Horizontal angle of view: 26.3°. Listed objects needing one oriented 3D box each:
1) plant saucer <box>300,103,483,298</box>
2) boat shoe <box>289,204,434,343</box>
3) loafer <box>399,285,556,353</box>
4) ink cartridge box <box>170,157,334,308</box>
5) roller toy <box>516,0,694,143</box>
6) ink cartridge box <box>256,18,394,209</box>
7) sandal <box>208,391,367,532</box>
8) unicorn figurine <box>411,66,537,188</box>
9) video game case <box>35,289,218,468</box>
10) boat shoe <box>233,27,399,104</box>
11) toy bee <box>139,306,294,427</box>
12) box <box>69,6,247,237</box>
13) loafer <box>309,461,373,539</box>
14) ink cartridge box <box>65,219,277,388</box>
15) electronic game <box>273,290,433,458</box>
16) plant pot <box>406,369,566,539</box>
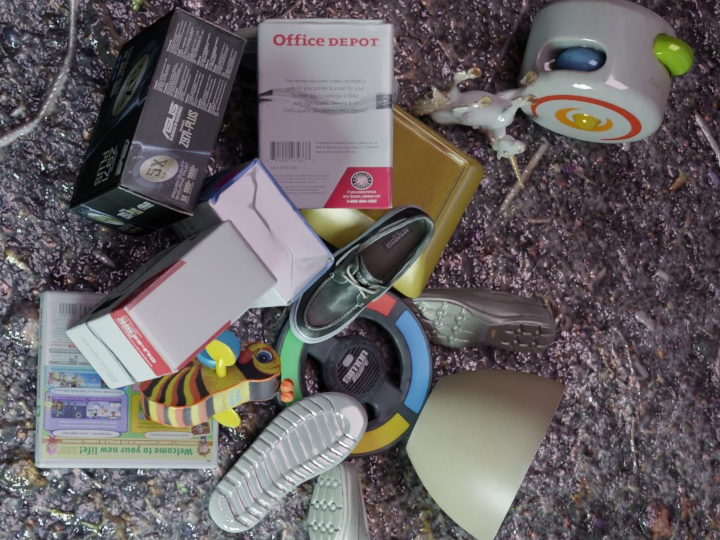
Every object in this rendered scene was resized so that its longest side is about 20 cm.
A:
[{"bbox_3d":[0.036,-0.103,1.773,0.200,0.048,0.200,34,64,-11],"label":"plant saucer"},{"bbox_3d":[0.000,0.000,1.686,0.072,0.071,0.200,44,84,-10],"label":"boat shoe"},{"bbox_3d":[0.134,0.052,1.825,0.199,0.070,0.070,12,122,-18],"label":"loafer"},{"bbox_3d":[-0.126,-0.034,1.615,0.076,0.200,0.137,-42,103,-21],"label":"ink cartridge box"},{"bbox_3d":[0.285,-0.236,1.872,0.182,0.200,0.140,18,76,-13],"label":"roller toy"},{"bbox_3d":[-0.040,-0.168,1.659,0.145,0.083,0.201,0,97,-4],"label":"ink cartridge box"},{"bbox_3d":[-0.083,0.203,1.684,0.202,0.050,0.083,-37,87,-7],"label":"sandal"},{"bbox_3d":[0.149,-0.186,1.819,0.199,0.137,0.074,19,64,-22],"label":"unicorn figurine"},{"bbox_3d":[-0.244,0.117,1.633,0.199,0.022,0.183,4,81,-29],"label":"video game case"},{"bbox_3d":[-0.056,-0.211,1.722,0.200,0.070,0.072,19,68,-5],"label":"boat shoe"},{"bbox_3d":[-0.126,0.106,1.613,0.200,0.109,0.131,-45,149,-10],"label":"toy bee"},{"bbox_3d":[-0.213,-0.149,1.602,0.086,0.164,0.201,22,74,-25],"label":"box"},{"bbox_3d":[-0.013,0.310,1.703,0.070,0.070,0.201,0,90,-38],"label":"loafer"},{"bbox_3d":[-0.193,0.037,1.545,0.144,0.200,0.084,-42,100,-26],"label":"ink cartridge box"},{"bbox_3d":[-0.008,0.112,1.740,0.199,0.042,0.201,1,89,-24],"label":"electronic game"},{"bbox_3d":[0.131,0.190,1.748,0.134,0.200,0.201,27,69,8],"label":"plant pot"}]
